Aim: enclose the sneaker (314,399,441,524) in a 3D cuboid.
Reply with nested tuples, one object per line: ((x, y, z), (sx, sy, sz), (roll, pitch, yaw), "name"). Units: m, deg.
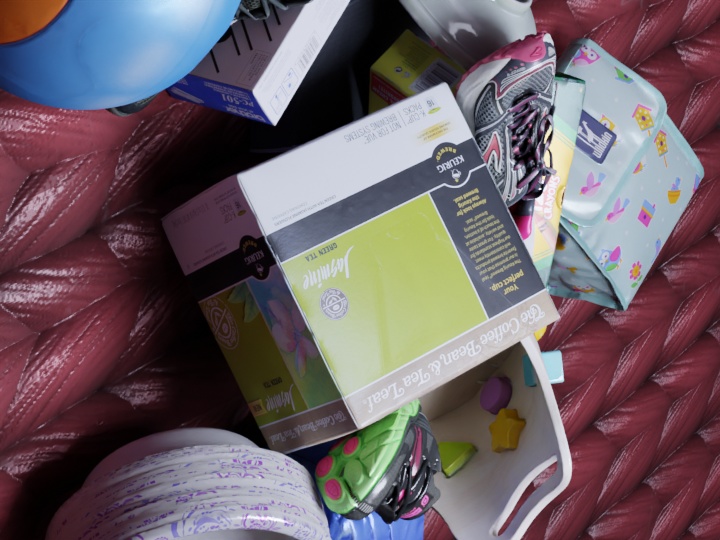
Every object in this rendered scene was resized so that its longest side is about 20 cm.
((0.026, 0.146, 1.620), (0.084, 0.077, 0.200), (57, 18, -1), "sneaker")

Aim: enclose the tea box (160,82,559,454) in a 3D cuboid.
((0.000, 0.000, 1.591), (0.200, 0.134, 0.197), (-26, 90, -33), "tea box")

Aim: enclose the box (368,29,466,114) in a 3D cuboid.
((0.047, -0.099, 1.726), (0.050, 0.075, 0.200), (-46, 162, -23), "box")

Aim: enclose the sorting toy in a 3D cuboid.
((0.104, 0.128, 1.751), (0.107, 0.180, 0.200), (16, 126, -35), "sorting toy")

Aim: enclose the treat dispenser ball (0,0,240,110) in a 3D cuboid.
((-0.163, -0.194, 1.288), (0.201, 0.200, 0.202), (-32, 130, -47), "treat dispenser ball")

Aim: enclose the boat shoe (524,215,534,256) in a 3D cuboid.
((0.095, -0.016, 1.785), (0.066, 0.070, 0.200), (-11, 135, -16), "boat shoe")

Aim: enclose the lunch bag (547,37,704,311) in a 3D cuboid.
((0.205, -0.090, 2.006), (0.171, 0.122, 0.200), (-56, 135, -21), "lunch bag")

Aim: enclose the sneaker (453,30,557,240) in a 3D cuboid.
((0.116, -0.099, 1.631), (0.080, 0.075, 0.200), (-25, 151, -20), "sneaker")

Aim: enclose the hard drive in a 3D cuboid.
((-0.008, -0.170, 1.691), (0.200, 0.042, 0.135), (-32, 138, -48), "hard drive")

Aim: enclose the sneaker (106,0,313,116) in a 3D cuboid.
((-0.099, -0.185, 1.482), (0.200, 0.114, 0.076), (-58, 144, -21), "sneaker")

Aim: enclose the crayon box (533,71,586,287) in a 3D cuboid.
((0.109, -0.074, 1.865), (0.118, 0.058, 0.201), (5, 102, -23), "crayon box")

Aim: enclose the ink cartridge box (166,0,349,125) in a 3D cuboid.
((-0.057, -0.202, 1.558), (0.200, 0.094, 0.044), (-60, 146, -20), "ink cartridge box")

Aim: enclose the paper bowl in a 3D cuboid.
((-0.124, 0.188, 1.572), (0.200, 0.105, 0.201), (-12, 144, -9), "paper bowl")

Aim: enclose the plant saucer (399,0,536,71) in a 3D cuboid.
((0.078, -0.228, 1.677), (0.050, 0.201, 0.200), (-38, 158, 23), "plant saucer")

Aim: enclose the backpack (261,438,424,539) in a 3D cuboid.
((-0.036, 0.234, 1.735), (0.168, 0.162, 0.201), (-18, 121, -50), "backpack")
